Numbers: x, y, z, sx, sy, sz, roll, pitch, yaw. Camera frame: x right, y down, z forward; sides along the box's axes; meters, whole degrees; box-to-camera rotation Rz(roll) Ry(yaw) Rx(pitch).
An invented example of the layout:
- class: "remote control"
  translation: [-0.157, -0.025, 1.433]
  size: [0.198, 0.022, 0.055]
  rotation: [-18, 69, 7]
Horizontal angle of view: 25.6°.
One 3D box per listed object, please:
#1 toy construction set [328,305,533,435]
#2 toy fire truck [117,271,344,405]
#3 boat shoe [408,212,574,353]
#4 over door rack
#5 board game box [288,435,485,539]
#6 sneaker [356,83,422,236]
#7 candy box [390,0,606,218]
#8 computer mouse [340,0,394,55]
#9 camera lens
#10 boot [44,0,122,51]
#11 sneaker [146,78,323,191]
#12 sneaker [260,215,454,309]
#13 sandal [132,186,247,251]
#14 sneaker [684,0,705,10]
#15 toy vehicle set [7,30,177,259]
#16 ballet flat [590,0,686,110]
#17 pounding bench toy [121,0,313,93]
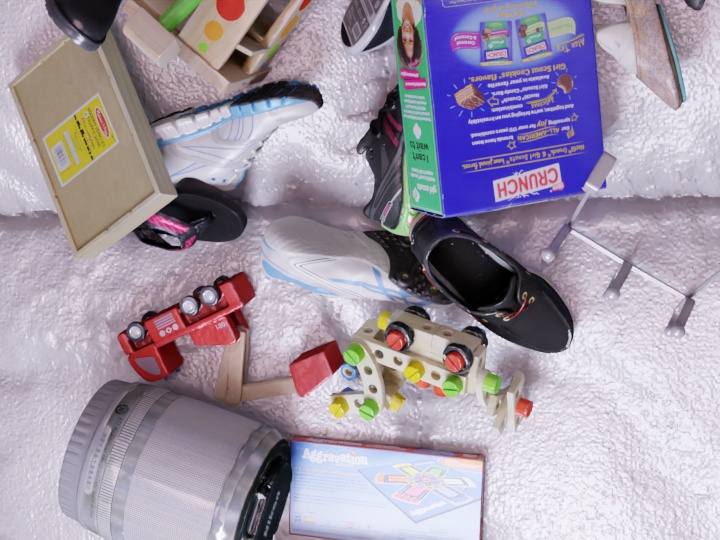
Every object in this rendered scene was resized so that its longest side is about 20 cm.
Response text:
- class: "toy construction set"
  translation: [0.067, 0.102, 1.513]
  size: [0.198, 0.092, 0.132]
  rotation: [11, 123, 11]
- class: "toy fire truck"
  translation: [-0.132, 0.081, 1.588]
  size: [0.199, 0.049, 0.142]
  rotation: [-25, 95, 18]
- class: "boat shoe"
  translation: [0.126, 0.021, 1.471]
  size: [0.201, 0.063, 0.074]
  rotation: [39, 105, -25]
- class: "over door rack"
  translation: [0.241, -0.010, 1.402]
  size: [0.147, 0.200, 0.067]
  rotation: [30, 71, 6]
- class: "board game box"
  translation: [0.025, 0.226, 1.596]
  size: [0.198, 0.019, 0.104]
  rotation: [5, 105, 13]
- class: "sneaker"
  translation: [0.036, -0.135, 1.482]
  size: [0.083, 0.077, 0.202]
  rotation: [9, 94, 28]
- class: "candy box"
  translation: [0.124, -0.160, 1.417]
  size: [0.168, 0.077, 0.202]
  rotation: [-10, 101, -20]
- class: "computer mouse"
  translation: [0.048, -0.277, 1.452]
  size: [0.044, 0.110, 0.200]
  rotation: [19, 123, -29]
- class: "camera lens"
  translation: [-0.177, 0.208, 1.567]
  size: [0.199, 0.160, 0.161]
  rotation: [18, 106, 12]
- class: "boot"
  translation: [-0.203, -0.311, 1.465]
  size: [0.066, 0.165, 0.200]
  rotation: [38, 110, -24]
- class: "sneaker"
  translation: [-0.118, -0.126, 1.535]
  size: [0.199, 0.075, 0.087]
  rotation: [-14, 105, 25]
- class: "sneaker"
  translation: [0.000, 0.000, 1.535]
  size: [0.198, 0.072, 0.073]
  rotation: [15, 141, 4]
- class: "sandal"
  translation: [-0.204, -0.046, 1.566]
  size: [0.198, 0.045, 0.075]
  rotation: [4, 142, 19]
- class: "sneaker"
  translation: [0.368, -0.276, 1.378]
  size: [0.198, 0.076, 0.091]
  rotation: [-4, 111, 22]
- class: "toy vehicle set"
  translation: [-0.263, -0.129, 1.543]
  size: [0.124, 0.026, 0.201]
  rotation: [-32, 73, 28]
- class: "ballet flat"
  translation: [0.238, -0.236, 1.415]
  size: [0.067, 0.068, 0.202]
  rotation: [-13, 89, 7]
- class: "pounding bench toy"
  translation: [-0.119, -0.261, 1.430]
  size: [0.124, 0.200, 0.156]
  rotation: [40, 109, 3]
